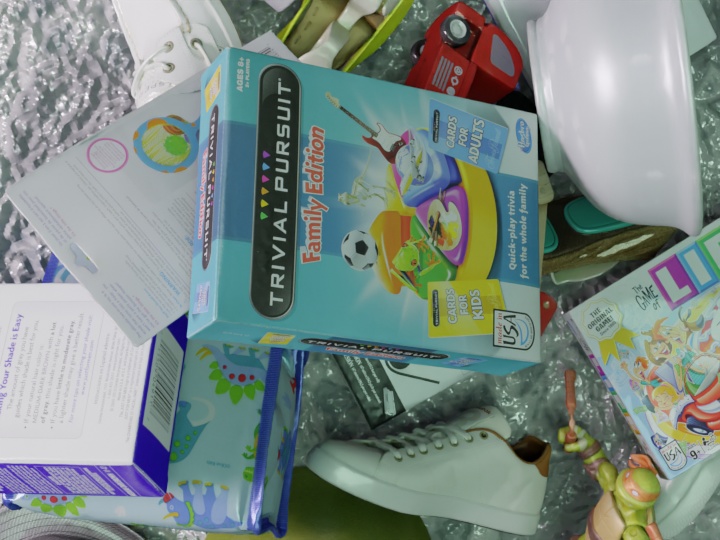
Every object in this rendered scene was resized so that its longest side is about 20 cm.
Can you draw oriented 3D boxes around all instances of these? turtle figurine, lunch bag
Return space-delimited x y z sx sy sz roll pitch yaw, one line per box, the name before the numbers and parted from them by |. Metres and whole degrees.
turtle figurine | 0.174 0.183 0.911 0.064 0.201 0.162 0 132 -23
lunch bag | -0.123 0.064 0.828 0.168 0.128 0.203 4 79 6

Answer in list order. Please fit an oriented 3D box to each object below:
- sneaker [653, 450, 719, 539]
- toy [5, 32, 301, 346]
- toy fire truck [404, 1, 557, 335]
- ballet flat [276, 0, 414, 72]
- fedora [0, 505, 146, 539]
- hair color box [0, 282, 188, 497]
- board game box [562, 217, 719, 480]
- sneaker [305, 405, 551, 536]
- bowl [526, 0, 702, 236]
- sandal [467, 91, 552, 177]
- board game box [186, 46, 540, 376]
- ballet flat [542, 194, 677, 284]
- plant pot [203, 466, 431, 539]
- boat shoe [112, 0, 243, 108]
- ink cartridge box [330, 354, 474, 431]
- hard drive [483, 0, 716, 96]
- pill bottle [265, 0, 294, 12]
sneaker | 0.234 0.092 0.938 0.088 0.075 0.202 25 87 -8
toy | -0.090 -0.047 0.743 0.199 0.047 0.115 -38 78 -26
toy fire truck | 0.076 -0.057 0.819 0.140 0.049 0.202 31 64 -17
ballet flat | -0.012 -0.164 0.844 0.067 0.067 0.201 36 94 -12
fedora | -0.207 0.266 0.889 0.177 0.090 0.200 -42 105 3
hair color box | -0.206 0.069 0.742 0.197 0.065 0.111 0 63 10
board game box | 0.261 0.036 0.894 0.199 0.034 0.135 -32 83 -1
sneaker | 0.052 0.128 0.905 0.198 0.073 0.086 16 92 -33
bowl | 0.155 -0.115 0.799 0.089 0.201 0.204 -9 103 11
sandal | 0.046 -0.089 0.867 0.198 0.045 0.076 0 76 -27
board game box | 0.007 -0.029 0.721 0.198 0.047 0.153 8 73 -25
ballet flat | 0.132 -0.018 0.898 0.198 0.068 0.073 -11 136 -16
plant pot | -0.019 0.255 0.860 0.185 0.200 0.190 -2 101 -8
boat shoe | -0.110 -0.116 0.807 0.069 0.071 0.201 -25 79 -44
ink cartridge box | 0.000 0.000 0.890 0.093 0.044 0.202 -29 104 -3
hard drive | 0.144 -0.214 0.878 0.131 0.025 0.201 -31 104 -1
pill bottle | -0.095 -0.260 0.785 0.200 0.120 0.120 42 93 -14
